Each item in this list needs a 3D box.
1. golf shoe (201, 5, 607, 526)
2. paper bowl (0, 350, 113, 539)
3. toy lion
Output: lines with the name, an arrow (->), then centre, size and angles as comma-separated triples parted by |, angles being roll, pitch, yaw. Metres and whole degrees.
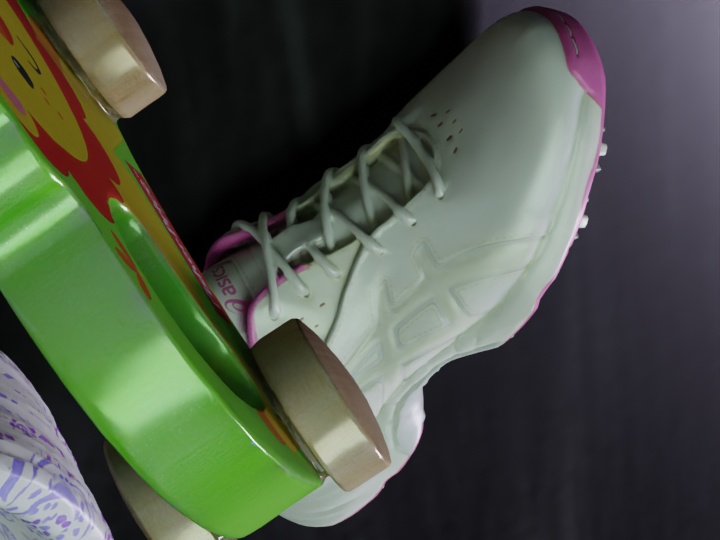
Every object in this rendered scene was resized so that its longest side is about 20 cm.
golf shoe -> 0.000, 0.000, 0.859 | 0.092, 0.075, 0.200 | 12, 122, -38
paper bowl -> -0.178, 0.089, 0.802 | 0.201, 0.104, 0.201 | -20, 140, -17
toy lion -> -0.084, -0.030, 0.676 | 0.069, 0.200, 0.192 | -34, 161, 3
